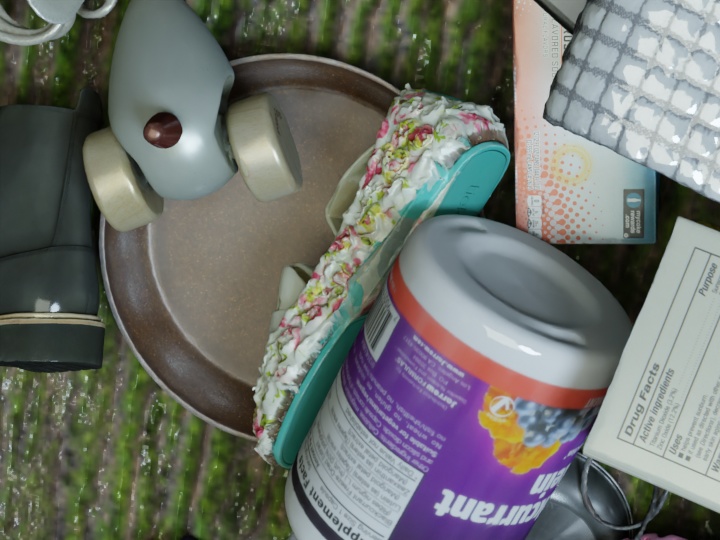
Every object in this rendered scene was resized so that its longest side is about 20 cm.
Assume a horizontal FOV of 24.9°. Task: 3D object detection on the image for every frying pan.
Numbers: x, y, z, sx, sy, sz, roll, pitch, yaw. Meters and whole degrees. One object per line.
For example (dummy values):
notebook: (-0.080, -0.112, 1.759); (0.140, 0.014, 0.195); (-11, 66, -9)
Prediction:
frying pan: (0.087, 0.106, 0.818); (0.114, 0.031, 0.191); (5, 116, -2)

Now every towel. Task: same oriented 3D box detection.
towel: (0.190, -0.093, 0.633); (0.199, 0.086, 0.166); (24, 98, 1)

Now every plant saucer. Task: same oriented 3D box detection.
plant saucer: (-0.032, -0.011, 0.824); (0.199, 0.034, 0.202); (3, 105, 10)

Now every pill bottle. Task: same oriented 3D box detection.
pill bottle: (0.032, 0.085, 0.744); (0.111, 0.111, 0.201); (28, 115, 3)

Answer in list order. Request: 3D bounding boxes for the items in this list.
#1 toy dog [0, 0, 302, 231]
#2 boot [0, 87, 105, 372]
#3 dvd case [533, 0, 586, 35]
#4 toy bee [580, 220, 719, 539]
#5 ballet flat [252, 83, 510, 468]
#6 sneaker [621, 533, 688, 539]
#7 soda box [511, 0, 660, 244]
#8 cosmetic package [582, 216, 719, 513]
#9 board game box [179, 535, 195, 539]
toy dog: (-0.100, -0.112, 0.748); (0.132, 0.096, 0.200); (-36, 79, 1)
boot: (-0.212, -0.018, 0.849); (0.199, 0.077, 0.139); (-1, 82, 24)
dvd case: (0.155, -0.177, 0.690); (0.143, 0.018, 0.200); (41, 98, -2)
toy bee: (0.187, 0.049, 0.739); (0.130, 0.109, 0.201); (29, 91, 17)
ballet flat: (0.000, 0.000, 0.778); (0.064, 0.075, 0.200); (42, 105, 31)
sneaker: (0.159, 0.171, 0.751); (0.199, 0.095, 0.079); (-11, 96, 33)
soda box: (0.105, -0.115, 0.755); (0.068, 0.064, 0.201); (1, 105, 10)
cosmetic package: (0.200, 0.065, 0.638); (0.199, 0.073, 0.104); (24, 90, 16)
board game box: (-0.052, 0.265, 0.886); (0.199, 0.057, 0.166); (30, 109, 2)
